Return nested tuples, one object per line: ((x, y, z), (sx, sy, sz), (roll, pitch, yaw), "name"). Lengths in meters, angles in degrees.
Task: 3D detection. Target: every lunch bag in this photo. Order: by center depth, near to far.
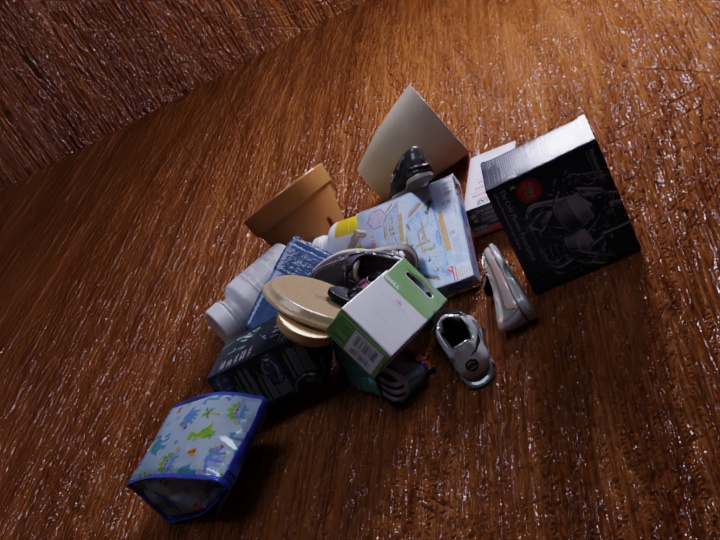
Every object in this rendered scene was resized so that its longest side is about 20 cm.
((-0.237, 0.285, 1.516), (0.198, 0.128, 0.172), (-25, 29, 39), "lunch bag")

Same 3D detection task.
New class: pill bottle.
((0.008, -0.054, 1.849), (0.197, 0.105, 0.105), (-17, 30, 26), "pill bottle")
((-0.198, 0.052, 1.878), (0.199, 0.115, 0.114), (-41, 28, -18), "pill bottle")

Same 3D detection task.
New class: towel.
((-0.125, 0.043, 1.800), (0.110, 0.049, 0.202), (25, 75, 14), "towel")

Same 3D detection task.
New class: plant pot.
((-0.120, -0.102, 1.983), (0.198, 0.141, 0.200), (-35, 5, 4), "plant pot")
((0.093, -0.247, 2.026), (0.200, 0.187, 0.188), (-42, 25, 10), "plant pot")

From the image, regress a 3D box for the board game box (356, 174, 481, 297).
((0.098, -0.040, 1.696), (0.196, 0.041, 0.204), (-20, 60, 21), "board game box")

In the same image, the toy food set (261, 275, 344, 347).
((-0.067, 0.066, 1.575), (0.200, 0.195, 0.050), (39, 115, 50), "toy food set")

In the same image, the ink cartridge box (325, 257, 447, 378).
((0.043, 0.070, 1.501), (0.200, 0.104, 0.060), (-39, -12, -51), "ink cartridge box")

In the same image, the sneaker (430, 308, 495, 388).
((0.147, 0.091, 1.484), (0.073, 0.089, 0.200), (-32, 25, 1), "sneaker")

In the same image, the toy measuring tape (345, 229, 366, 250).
((-0.027, 0.027, 1.725), (0.074, 0.072, 0.202), (-92, 25, -60), "toy measuring tape")

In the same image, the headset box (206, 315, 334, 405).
((-0.153, 0.153, 1.649), (0.197, 0.094, 0.174), (-26, 14, 10), "headset box")

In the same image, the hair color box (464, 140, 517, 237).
((0.251, -0.153, 1.803), (0.100, 0.062, 0.201), (-19, 29, 24), "hair color box")

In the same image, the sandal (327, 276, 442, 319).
((0.042, 0.039, 1.598), (0.195, 0.046, 0.075), (9, 18, -11), "sandal")

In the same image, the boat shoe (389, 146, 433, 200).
((0.089, -0.171, 1.741), (0.065, 0.058, 0.200), (-14, -6, -10), "boat shoe")

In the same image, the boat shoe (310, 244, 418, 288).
((0.000, 0.000, 1.654), (0.196, 0.074, 0.065), (-10, 6, 19), "boat shoe")

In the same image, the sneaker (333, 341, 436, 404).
((0.036, 0.150, 1.543), (0.086, 0.076, 0.199), (-23, 28, -26), "sneaker")

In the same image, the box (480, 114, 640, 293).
((0.307, -0.101, 1.503), (0.179, 0.202, 0.105), (-25, 26, 14), "box")

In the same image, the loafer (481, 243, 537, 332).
((0.218, 0.025, 1.540), (0.062, 0.072, 0.201), (-34, 29, 9), "loafer")
